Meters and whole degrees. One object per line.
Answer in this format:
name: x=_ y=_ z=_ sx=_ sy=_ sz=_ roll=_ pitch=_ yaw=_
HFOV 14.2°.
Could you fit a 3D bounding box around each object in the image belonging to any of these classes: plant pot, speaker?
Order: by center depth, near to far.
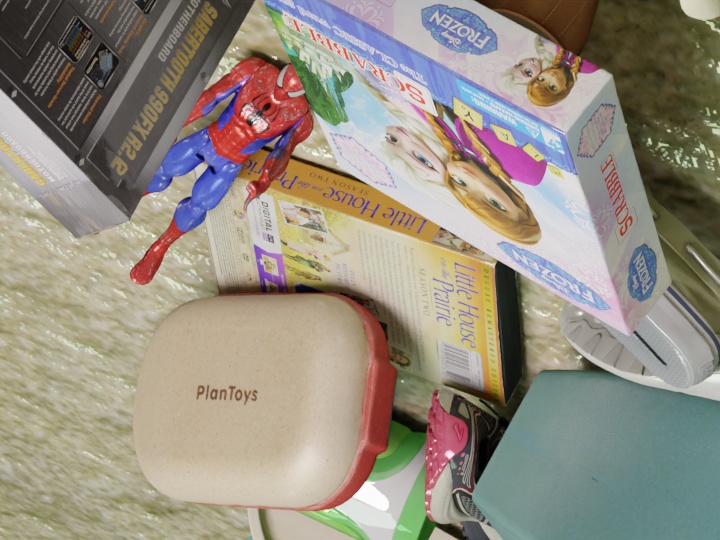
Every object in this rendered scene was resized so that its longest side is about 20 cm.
plant pot: x=0.178 y=0.146 z=1.666 sx=0.199 sy=0.142 sz=0.141 roll=23 pitch=165 yaw=28
speaker: x=-0.040 y=0.113 z=1.871 sx=0.199 sy=0.089 sz=0.089 roll=24 pitch=149 yaw=10

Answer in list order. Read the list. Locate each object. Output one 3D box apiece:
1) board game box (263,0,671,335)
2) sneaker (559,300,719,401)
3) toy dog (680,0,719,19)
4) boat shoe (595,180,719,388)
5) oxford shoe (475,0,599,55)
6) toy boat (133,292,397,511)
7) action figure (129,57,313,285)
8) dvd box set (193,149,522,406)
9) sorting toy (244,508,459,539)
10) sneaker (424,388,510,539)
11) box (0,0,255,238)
board game box: x=0.051 y=-0.072 z=1.428 sx=0.199 sy=0.041 sz=0.200 roll=31 pitch=163 yaw=29
sneaker: x=0.203 y=0.047 z=1.586 sx=0.199 sy=0.077 sz=0.081 roll=11 pitch=156 yaw=32
toy dog: x=0.255 y=-0.173 z=1.182 sx=0.199 sy=0.139 sz=0.195 roll=16 pitch=110 yaw=26
boat shoe: x=0.128 y=-0.026 z=1.543 sx=0.200 sy=0.062 sz=0.072 roll=49 pitch=157 yaw=3
oxford shoe: x=0.067 y=-0.120 z=1.467 sx=0.071 sy=0.071 sz=0.200 roll=42 pitch=163 yaw=-18
toy boat: x=-0.043 y=0.085 z=1.766 sx=0.199 sy=0.131 sz=0.130 roll=0 pitch=168 yaw=43
action figure: x=-0.095 y=-0.052 z=1.636 sx=0.065 sy=0.099 sz=0.200 roll=45 pitch=128 yaw=-4
dvd box set: x=0.000 y=0.000 z=1.723 sx=0.199 sy=0.029 sz=0.147 roll=19 pitch=148 yaw=20
sorting toy: x=-0.009 y=0.210 z=2.002 sx=0.199 sy=0.107 sz=0.180 roll=29 pitch=169 yaw=2
sneaker: x=0.090 y=0.125 z=1.775 sx=0.074 sy=0.081 sz=0.200 roll=-1 pitch=161 yaw=21
box: x=-0.141 y=-0.144 z=1.470 sx=0.048 sy=0.201 sz=0.158 roll=-14 pitch=129 yaw=45
